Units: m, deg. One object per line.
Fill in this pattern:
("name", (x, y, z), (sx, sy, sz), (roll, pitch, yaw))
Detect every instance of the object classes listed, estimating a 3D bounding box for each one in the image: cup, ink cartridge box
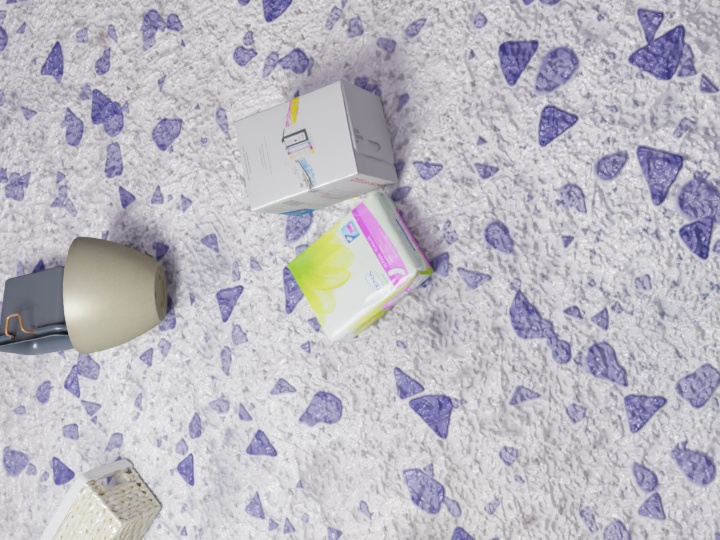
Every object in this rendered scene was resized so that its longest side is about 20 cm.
("cup", (-0.416, 0.041, 1.566), (0.140, 0.200, 0.205), (-1, 89, 0))
("ink cartridge box", (-0.066, -0.183, 1.391), (0.197, 0.147, 0.148), (-15, 83, 26))

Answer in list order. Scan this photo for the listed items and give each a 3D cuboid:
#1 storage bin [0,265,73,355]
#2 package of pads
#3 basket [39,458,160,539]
("storage bin", (-0.590, 0.074, 1.677), (0.196, 0.145, 0.137), (-12, 74, 26))
("package of pads", (0.000, 0.000, 1.401), (0.199, 0.068, 0.156), (-38, 72, 23))
("basket", (-0.467, 0.462, 1.608), (0.123, 0.135, 0.202), (40, 107, 17))
